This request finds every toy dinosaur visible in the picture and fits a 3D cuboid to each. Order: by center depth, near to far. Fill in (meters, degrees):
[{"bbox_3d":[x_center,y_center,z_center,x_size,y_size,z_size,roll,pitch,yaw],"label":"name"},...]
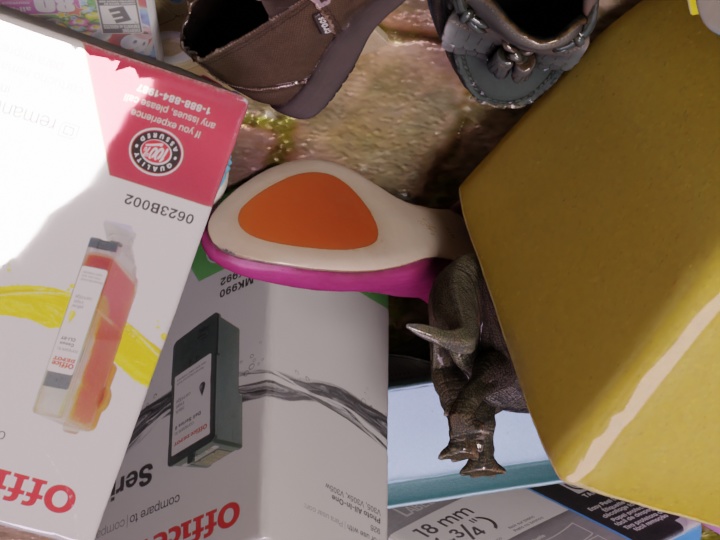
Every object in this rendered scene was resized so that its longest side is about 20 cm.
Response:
[{"bbox_3d":[0.060,0.034,1.213,0.077,0.102,0.200,-15,158,36],"label":"toy dinosaur"}]

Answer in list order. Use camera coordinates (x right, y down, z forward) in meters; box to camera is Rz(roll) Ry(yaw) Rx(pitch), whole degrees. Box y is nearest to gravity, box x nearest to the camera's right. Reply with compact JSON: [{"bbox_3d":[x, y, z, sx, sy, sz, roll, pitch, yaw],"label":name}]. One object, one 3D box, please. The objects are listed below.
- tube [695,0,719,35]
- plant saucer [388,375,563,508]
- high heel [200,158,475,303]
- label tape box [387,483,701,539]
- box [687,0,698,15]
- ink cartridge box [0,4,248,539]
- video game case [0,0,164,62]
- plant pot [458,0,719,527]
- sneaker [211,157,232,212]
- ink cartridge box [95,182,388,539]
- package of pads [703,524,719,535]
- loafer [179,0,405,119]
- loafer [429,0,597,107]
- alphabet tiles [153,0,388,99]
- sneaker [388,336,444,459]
[{"bbox_3d":[0.208,-0.075,0.991,0.200,0.077,0.050,21,127,-36],"label":"tube"},{"bbox_3d":[0.091,0.071,1.305,0.200,0.019,0.070,-8,119,5],"label":"plant saucer"},{"bbox_3d":[0.000,0.000,1.233,0.200,0.067,0.096,-3,145,-36],"label":"high heel"},{"bbox_3d":[0.053,0.140,1.402,0.144,0.200,0.063,-20,125,-45],"label":"label tape box"},{"bbox_3d":[0.182,-0.198,0.944,0.176,0.097,0.200,-8,147,12],"label":"box"},{"bbox_3d":[-0.151,-0.003,1.100,0.145,0.200,0.083,18,-175,-23],"label":"ink cartridge box"},{"bbox_3d":[-0.156,-0.072,1.199,0.143,0.018,0.200,-1,148,2],"label":"video game case"},{"bbox_3d":[0.189,-0.021,1.138,0.194,0.196,0.200,17,124,-26],"label":"plant pot"},{"bbox_3d":[-0.141,-0.015,1.212,0.200,0.077,0.081,-28,175,20],"label":"sneaker"},{"bbox_3d":[-0.064,0.075,1.270,0.146,0.200,0.084,-27,138,35],"label":"ink cartridge box"},{"bbox_3d":[0.217,0.086,1.406,0.120,0.076,0.200,-26,140,30],"label":"package of pads"},{"bbox_3d":[-0.018,-0.129,1.057,0.071,0.073,0.200,7,141,-21],"label":"loafer"},{"bbox_3d":[0.065,-0.121,1.079,0.072,0.063,0.200,4,147,-4],"label":"loafer"},{"bbox_3d":[-0.087,-0.119,1.148,0.200,0.006,0.166,-19,142,27],"label":"alphabet tiles"},{"bbox_3d":[0.044,0.057,1.342,0.200,0.066,0.090,-30,170,40],"label":"sneaker"}]
